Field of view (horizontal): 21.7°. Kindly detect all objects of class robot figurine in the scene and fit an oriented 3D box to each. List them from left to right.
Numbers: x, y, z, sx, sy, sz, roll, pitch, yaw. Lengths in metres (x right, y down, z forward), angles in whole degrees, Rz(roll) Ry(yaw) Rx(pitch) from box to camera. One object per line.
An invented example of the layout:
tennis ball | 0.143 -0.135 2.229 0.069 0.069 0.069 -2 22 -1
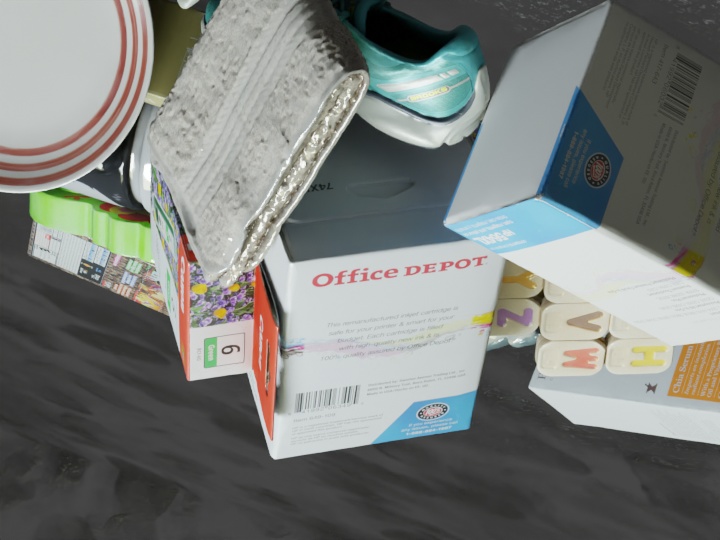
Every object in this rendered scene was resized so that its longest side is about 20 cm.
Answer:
robot figurine | -0.184 -0.111 1.373 0.199 0.151 0.125 17 151 13

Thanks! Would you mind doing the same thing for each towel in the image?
towel | -0.068 -0.096 1.134 0.034 0.133 0.200 -1 140 -36

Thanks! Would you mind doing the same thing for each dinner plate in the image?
dinner plate | -0.224 -0.152 1.224 0.199 0.201 0.024 18 -165 12

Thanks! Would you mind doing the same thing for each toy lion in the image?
toy lion | -0.160 -0.047 1.449 0.198 0.069 0.192 5 -162 0

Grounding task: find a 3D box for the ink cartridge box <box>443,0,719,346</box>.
ink cartridge box | 0.177 -0.045 1.110 0.199 0.129 0.125 28 164 -18

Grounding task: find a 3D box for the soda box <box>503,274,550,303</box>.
soda box | 0.079 -0.019 1.397 0.067 0.064 0.200 25 171 -27

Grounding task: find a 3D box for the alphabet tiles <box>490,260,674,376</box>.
alphabet tiles | 0.174 0.005 1.287 0.194 0.015 0.201 -1 137 -1

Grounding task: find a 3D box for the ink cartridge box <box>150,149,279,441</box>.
ink cartridge box | -0.099 0.009 1.249 0.050 0.201 0.109 -7 133 -13

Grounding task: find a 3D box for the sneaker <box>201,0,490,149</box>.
sneaker | -0.008 -0.146 1.170 0.199 0.078 0.080 19 137 21

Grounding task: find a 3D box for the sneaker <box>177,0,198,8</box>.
sneaker | -0.161 -0.217 1.065 0.199 0.092 0.076 22 165 4

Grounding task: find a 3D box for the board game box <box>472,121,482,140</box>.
board game box | 0.123 -0.065 1.321 0.199 0.020 0.103 21 163 4

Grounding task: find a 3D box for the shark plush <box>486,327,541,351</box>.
shark plush | 0.108 0.051 1.501 0.083 0.091 0.200 7 139 -48

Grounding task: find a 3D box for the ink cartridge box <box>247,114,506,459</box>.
ink cartridge box | 0.000 0.000 1.253 0.146 0.147 0.201 -7 139 -14

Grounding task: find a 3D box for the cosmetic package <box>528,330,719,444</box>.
cosmetic package | 0.239 0.071 1.462 0.199 0.102 0.071 3 156 46

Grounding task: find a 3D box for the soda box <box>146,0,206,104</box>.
soda box | -0.180 -0.161 1.272 0.199 0.064 0.068 20 178 12

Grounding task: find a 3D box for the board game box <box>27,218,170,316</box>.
board game box | -0.186 -0.034 1.684 0.199 0.097 0.159 24 164 -7
